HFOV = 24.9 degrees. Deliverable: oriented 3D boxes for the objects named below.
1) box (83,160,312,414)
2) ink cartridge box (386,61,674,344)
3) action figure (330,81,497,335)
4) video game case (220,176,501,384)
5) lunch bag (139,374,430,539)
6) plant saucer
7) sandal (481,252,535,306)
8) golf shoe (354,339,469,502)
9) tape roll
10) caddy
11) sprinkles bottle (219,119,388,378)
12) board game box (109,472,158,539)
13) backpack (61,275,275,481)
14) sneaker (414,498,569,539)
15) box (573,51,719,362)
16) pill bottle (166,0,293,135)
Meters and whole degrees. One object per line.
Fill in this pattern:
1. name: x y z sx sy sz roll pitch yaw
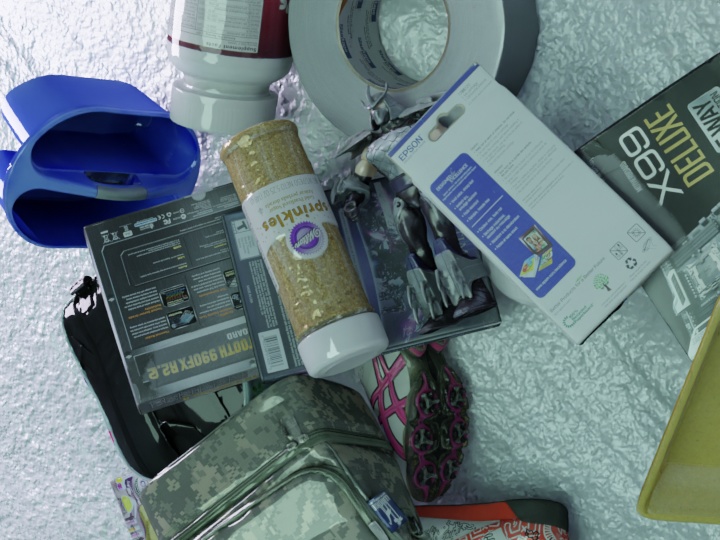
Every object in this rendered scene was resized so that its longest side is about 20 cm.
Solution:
1. box: -0.111 0.013 1.350 0.200 0.048 0.159 -18 77 -8
2. ink cartridge box: 0.123 -0.049 1.187 0.099 0.039 0.200 -45 80 8
3. action figure: 0.044 -0.055 1.271 0.130 0.069 0.200 -27 81 43
4. video game case: 0.000 0.000 1.325 0.200 0.019 0.143 -13 76 -7
5. lunch bag: -0.056 0.203 1.320 0.200 0.139 0.168 -37 65 16
6. plant saucer: 0.309 0.093 1.163 0.200 0.048 0.200 6 122 -15
7. sandal: 0.199 -0.015 1.268 0.206 0.059 0.079 -6 87 11
8. golf shoe: 0.039 0.095 1.385 0.092 0.073 0.200 -5 90 48
9. tape roll: 0.041 -0.200 1.320 0.200 0.066 0.201 7 103 30
10. caddy: -0.235 -0.090 1.443 0.105 0.200 0.142 41 118 38
11. sprinkles bottle: -0.046 -0.018 1.283 0.068 0.068 0.200 -32 74 32
12. board game box: -0.157 0.276 1.564 0.120 0.032 0.200 -24 87 29
13. backpack: -0.150 0.084 1.440 0.177 0.150 0.200 -32 70 27
14. sneaker: 0.077 0.254 1.355 0.201 0.067 0.108 -10 62 25
15. box: 0.266 -0.041 1.195 0.158 0.050 0.200 -33 81 12
16. pill bottle: -0.106 -0.222 1.380 0.109 0.110 0.200 17 108 28
